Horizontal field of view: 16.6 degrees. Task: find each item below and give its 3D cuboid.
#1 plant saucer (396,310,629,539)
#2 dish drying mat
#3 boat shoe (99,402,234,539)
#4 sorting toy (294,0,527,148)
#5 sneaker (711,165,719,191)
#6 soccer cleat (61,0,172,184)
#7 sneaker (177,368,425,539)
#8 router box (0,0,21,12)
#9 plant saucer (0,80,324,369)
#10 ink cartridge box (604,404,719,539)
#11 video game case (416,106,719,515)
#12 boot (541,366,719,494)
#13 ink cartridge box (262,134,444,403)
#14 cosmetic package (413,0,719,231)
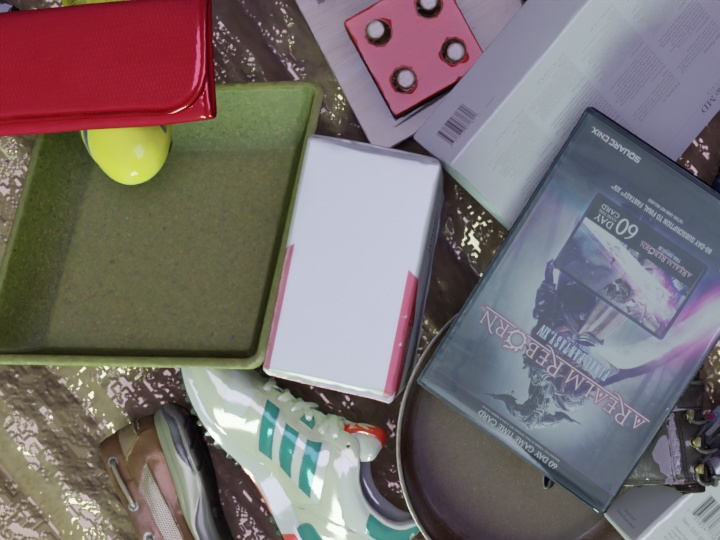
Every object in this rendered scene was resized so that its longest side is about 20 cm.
[{"bbox_3d":[0.112,0.104,1.573,0.198,0.032,0.202,-2,96,-19],"label":"plant saucer"},{"bbox_3d":[-0.184,-0.124,1.515,0.198,0.018,0.078,-3,90,20],"label":"dish drying mat"},{"bbox_3d":[-0.116,0.189,1.583,0.071,0.076,0.202,-18,80,4],"label":"boat shoe"},{"bbox_3d":[0.050,-0.211,1.584,0.199,0.070,0.200,-28,89,0],"label":"sorting toy"},{"bbox_3d":[0.250,-0.067,1.583,0.200,0.075,0.085,-38,84,-7],"label":"sneaker"},{"bbox_3d":[-0.163,-0.150,1.549,0.064,0.084,0.202,-15,66,11],"label":"soccer cleat"},{"bbox_3d":[-0.034,0.105,1.570,0.093,0.070,0.201,-32,94,17],"label":"sneaker"},{"bbox_3d":[-0.331,-0.125,1.590,0.198,0.062,0.151,16,88,1],"label":"router box"},{"bbox_3d":[-0.123,-0.020,1.544,0.198,0.048,0.201,0,62,23],"label":"plant saucer"},{"bbox_3d":[0.269,0.135,1.564,0.200,0.068,0.115,-42,108,0],"label":"ink cartridge box"},{"bbox_3d":[0.143,0.024,1.485,0.142,0.019,0.201,35,100,15],"label":"video game case"},{"bbox_3d":[0.199,0.048,1.511,0.198,0.069,0.176,-9,86,19],"label":"boot"},{"bbox_3d":[0.000,0.000,1.517,0.083,0.200,0.147,11,89,4],"label":"ink cartridge box"},{"bbox_3d":[0.147,-0.112,1.549,0.200,0.052,0.151,-49,130,-1],"label":"cosmetic package"}]
